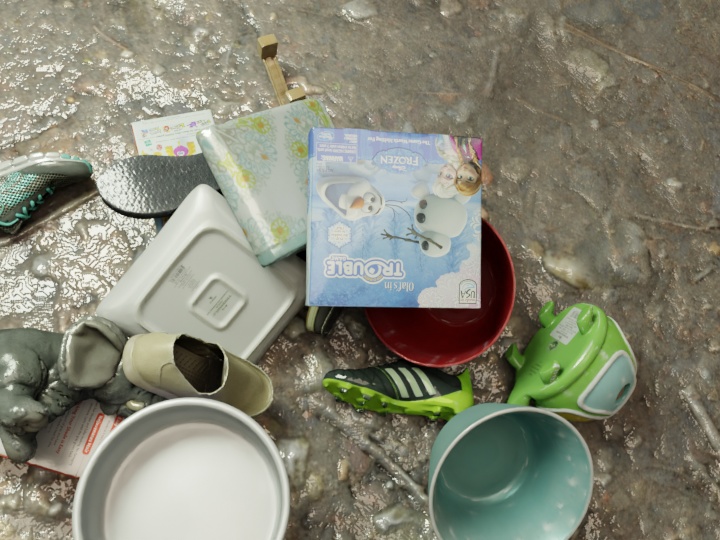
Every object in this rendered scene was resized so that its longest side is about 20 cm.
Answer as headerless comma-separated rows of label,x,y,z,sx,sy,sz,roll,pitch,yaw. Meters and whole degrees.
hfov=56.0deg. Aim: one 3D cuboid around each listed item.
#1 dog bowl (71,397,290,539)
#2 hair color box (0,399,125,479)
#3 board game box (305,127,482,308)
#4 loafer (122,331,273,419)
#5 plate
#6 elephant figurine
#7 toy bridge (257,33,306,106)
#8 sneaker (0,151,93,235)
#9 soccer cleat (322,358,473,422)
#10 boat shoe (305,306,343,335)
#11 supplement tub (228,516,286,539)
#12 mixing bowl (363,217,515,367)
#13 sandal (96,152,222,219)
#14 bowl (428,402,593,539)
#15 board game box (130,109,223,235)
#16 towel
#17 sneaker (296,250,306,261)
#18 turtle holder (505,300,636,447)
dog bowl,-0.169,0.232,0.665,0.199,0.079,0.201,3,67,-6
hair color box,-0.317,0.189,0.784,0.200,0.061,0.102,19,68,-3
board game box,0.039,-0.057,0.774,0.199,0.043,0.200,1,89,-11
loafer,-0.163,0.120,0.743,0.200,0.068,0.076,30,55,-45
plate,-0.171,0.034,0.800,0.200,0.032,0.200,39,91,-25
elephant figurine,-0.293,0.109,0.732,0.200,0.155,0.141,-20,40,-29
toy bridge,-0.094,-0.235,0.964,0.027,0.067,0.200,-25,79,-17
sneaker,-0.438,-0.092,0.861,0.200,0.078,0.091,-15,91,-11
soccer cleat,0.050,0.145,0.872,0.199,0.068,0.081,12,57,-11
boat shoe,0.000,-0.001,0.828,0.066,0.072,0.201,30,100,9
supplement tub,-0.170,0.344,0.727,0.200,0.123,0.123,-35,81,-19
mixing bowl,0.111,0.020,0.875,0.200,0.108,0.201,-1,87,23
sandal,-0.208,-0.103,0.805,0.200,0.043,0.076,-16,76,-28
bowl,0.162,0.241,0.811,0.200,0.105,0.201,-2,101,-12
board game box,-0.217,-0.087,0.872,0.105,0.103,0.200,-13,74,-15
towel,-0.083,-0.113,0.823,0.200,0.048,0.171,-30,90,-43
sneaker,-0.052,-0.059,0.912,0.078,0.070,0.201,8,72,-15
turtle holder,0.274,0.139,0.871,0.132,0.141,0.186,40,61,-13
